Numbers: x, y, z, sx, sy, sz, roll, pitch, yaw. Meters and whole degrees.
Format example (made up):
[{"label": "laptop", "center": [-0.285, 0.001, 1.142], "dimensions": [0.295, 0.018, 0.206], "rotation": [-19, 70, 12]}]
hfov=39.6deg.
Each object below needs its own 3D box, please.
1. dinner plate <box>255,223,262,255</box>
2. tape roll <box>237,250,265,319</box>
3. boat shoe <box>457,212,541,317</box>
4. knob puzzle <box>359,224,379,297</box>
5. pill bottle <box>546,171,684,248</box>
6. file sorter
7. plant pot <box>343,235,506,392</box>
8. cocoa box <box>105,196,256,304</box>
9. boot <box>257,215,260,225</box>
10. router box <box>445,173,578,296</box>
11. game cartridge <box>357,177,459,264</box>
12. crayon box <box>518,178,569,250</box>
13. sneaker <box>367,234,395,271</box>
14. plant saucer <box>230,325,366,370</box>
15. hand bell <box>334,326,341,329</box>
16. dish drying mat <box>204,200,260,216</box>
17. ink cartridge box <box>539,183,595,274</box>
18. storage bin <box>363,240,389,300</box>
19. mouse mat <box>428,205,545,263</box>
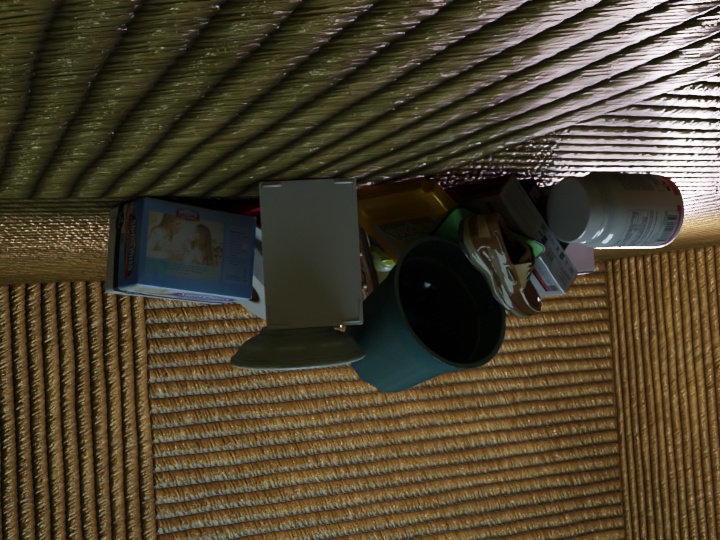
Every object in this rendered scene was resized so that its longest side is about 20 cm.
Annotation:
[{"label": "dinner plate", "center": [-0.142, -0.019, 1.661], "dimensions": [0.024, 0.201, 0.199], "rotation": [-47, -164, -21]}, {"label": "tape roll", "center": [-0.204, 0.007, 1.741], "dimensions": [0.037, 0.203, 0.202], "rotation": [-48, -165, -20]}, {"label": "boat shoe", "center": [0.216, -0.007, 1.446], "dimensions": [0.073, 0.077, 0.200], "rotation": [-23, 130, 27]}, {"label": "knob puzzle", "center": [0.000, 0.000, 1.666], "dimensions": [0.030, 0.224, 0.220], "rotation": [-15, 178, -6]}, {"label": "pill bottle", "center": [0.385, -0.091, 1.517], "dimensions": [0.197, 0.116, 0.113], "rotation": [-1, 176, -33]}, {"label": "file sorter", "center": [-0.076, -0.024, 1.446], "dimensions": [0.135, 0.205, 0.124], "rotation": [-3, -179, -8]}, {"label": "plant pot", "center": [0.082, 0.081, 1.498], "dimensions": [0.197, 0.204, 0.196], "rotation": [-1, 158, -34]}, {"label": "cocoa box", "center": [-0.275, -0.026, 1.543], "dimensions": [0.197, 0.137, 0.130], "rotation": [9, 170, -35]}, {"label": "boot", "center": [-0.200, -0.069, 1.772], "dimensions": [0.152, 0.079, 0.200], "rotation": [7, 177, 10]}, {"label": "router box", "center": [0.214, -0.046, 1.556], "dimensions": [0.178, 0.201, 0.049], "rotation": [-6, -142, 52]}, {"label": "game cartridge", "center": [0.091, -0.060, 1.531], "dimensions": [0.174, 0.033, 0.200], "rotation": [-7, 141, 41]}, {"label": "crayon box", "center": [0.227, -0.071, 1.610], "dimensions": [0.198, 0.127, 0.051], "rotation": [-8, -143, 54]}, {"label": "sneaker", "center": [0.079, -0.087, 1.677], "dimensions": [0.075, 0.107, 0.200], "rotation": [4, -146, 40]}, {"label": "plant saucer", "center": [-0.090, 0.104, 1.439], "dimensions": [0.195, 0.051, 0.200], "rotation": [-2, -177, 0]}, {"label": "hand bell", "center": [-0.060, -0.004, 1.660], "dimensions": [0.102, 0.205, 0.104], "rotation": [-11, 180, 0]}, {"label": "dish drying mat", "center": [-0.173, -0.099, 1.607], "dimensions": [0.196, 0.019, 0.076], "rotation": [-6, 176, 27]}, {"label": "ink cartridge box", "center": [0.291, -0.058, 1.689], "dimensions": [0.084, 0.151, 0.198], "rotation": [-4, 178, -38]}, {"label": "storage bin", "center": [0.098, -0.014, 1.804], "dimensions": [0.196, 0.203, 0.094], "rotation": [-3, 173, -20]}, {"label": "mouse mat", "center": [0.165, -0.014, 1.513], "dimensions": [0.158, 0.008, 0.200], "rotation": [23, 139, -14]}]
